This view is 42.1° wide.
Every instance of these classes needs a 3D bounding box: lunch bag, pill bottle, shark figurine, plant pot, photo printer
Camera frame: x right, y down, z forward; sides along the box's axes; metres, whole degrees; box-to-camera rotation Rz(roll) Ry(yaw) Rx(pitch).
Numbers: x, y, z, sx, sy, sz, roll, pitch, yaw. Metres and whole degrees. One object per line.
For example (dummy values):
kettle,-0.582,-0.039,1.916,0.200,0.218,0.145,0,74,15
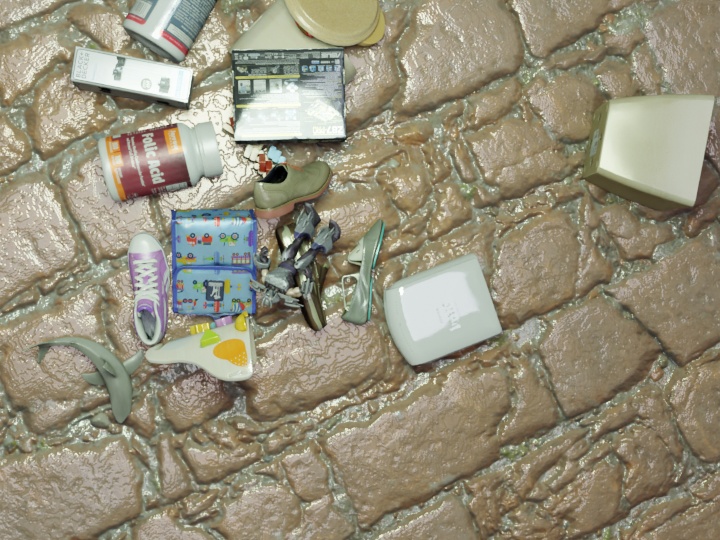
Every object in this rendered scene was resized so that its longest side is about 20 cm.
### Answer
lunch bag,-0.264,-0.005,1.684,0.150,0.094,0.201,-1,106,-11
pill bottle,-0.347,-0.195,1.635,0.199,0.114,0.115,-13,95,-8
shark figurine,-0.471,0.162,1.649,0.214,0.089,0.128,38,85,-11
plant pot,0.524,-0.230,1.745,0.176,0.200,0.201,11,91,1
pill bottle,-0.314,-0.476,1.624,0.119,0.120,0.201,30,88,-9
photo printer,0.148,0.077,1.752,0.199,0.069,0.167,-20,96,-8

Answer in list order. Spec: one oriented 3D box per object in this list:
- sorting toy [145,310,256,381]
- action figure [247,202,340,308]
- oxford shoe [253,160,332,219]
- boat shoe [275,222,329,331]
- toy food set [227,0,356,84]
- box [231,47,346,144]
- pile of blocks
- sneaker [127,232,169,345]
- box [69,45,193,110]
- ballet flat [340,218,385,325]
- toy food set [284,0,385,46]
sorting toy,-0.277,0.136,1.626,0.179,0.200,0.107,-7,91,-5
action figure,-0.120,-0.015,1.635,0.130,0.069,0.200,28,69,16
oxford shoe,-0.115,-0.161,1.649,0.070,0.200,0.075,10,122,30
boat shoe,-0.089,0.007,1.710,0.075,0.075,0.203,-20,96,-14
toy food set,-0.124,-0.380,1.697,0.200,0.060,0.144,44,88,-1
box,-0.125,-0.306,1.642,0.199,0.049,0.162,-3,87,-4
pile of blocks,-0.173,-0.213,1.689,0.082,0.062,0.200,-34,98,-6
sneaker,-0.371,0.032,1.644,0.072,0.114,0.202,-8,93,-7
box,-0.392,-0.331,1.620,0.199,0.117,0.060,9,92,-9
ballet flat,0.000,0.000,1.728,0.063,0.067,0.201,9,91,-2
toy food set,-0.052,-0.490,1.674,0.199,0.049,0.199,-17,82,-30
